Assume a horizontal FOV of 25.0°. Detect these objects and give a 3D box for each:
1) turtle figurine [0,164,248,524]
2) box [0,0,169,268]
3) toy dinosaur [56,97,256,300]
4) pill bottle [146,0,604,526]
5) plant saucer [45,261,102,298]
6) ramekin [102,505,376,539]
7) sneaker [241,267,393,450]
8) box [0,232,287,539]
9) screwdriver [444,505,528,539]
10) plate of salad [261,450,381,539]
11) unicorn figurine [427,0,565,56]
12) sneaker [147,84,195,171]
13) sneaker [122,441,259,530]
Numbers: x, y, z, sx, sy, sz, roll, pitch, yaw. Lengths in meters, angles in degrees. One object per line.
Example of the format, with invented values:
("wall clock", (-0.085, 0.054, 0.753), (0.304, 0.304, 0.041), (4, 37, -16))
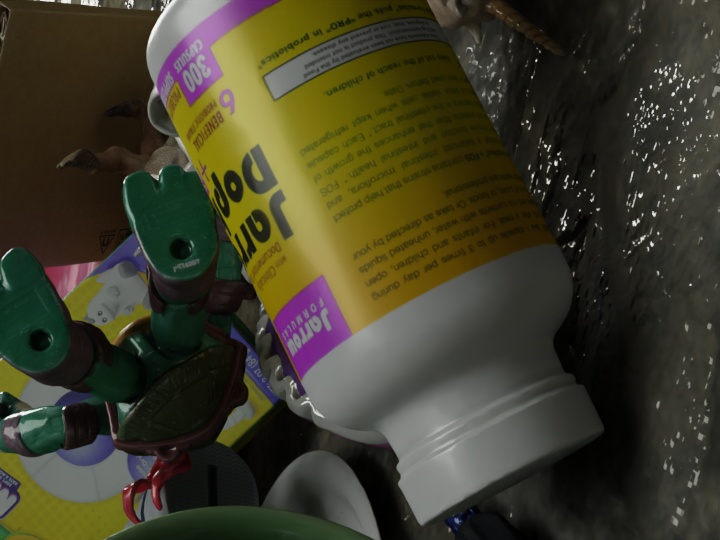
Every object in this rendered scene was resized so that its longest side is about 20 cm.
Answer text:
("turtle figurine", (-0.092, 0.031, 0.685), (0.150, 0.100, 0.200), (-50, -12, -14))
("box", (-0.163, -0.080, 0.982), (0.021, 0.199, 0.165), (27, 109, 29))
("toy dinosaur", (-0.089, -0.040, 0.926), (0.085, 0.136, 0.200), (-30, 15, 11))
("pill bottle", (0.008, -0.016, 0.579), (0.201, 0.104, 0.104), (63, 146, 12))
("plant saucer", (-0.197, 0.003, 1.184), (0.200, 0.050, 0.203), (-171, 90, -68))
("ramekin", (-0.041, 0.194, 0.576), (0.098, 0.198, 0.201), (111, 155, -43))
("sneaker", (0.000, 0.000, 0.701), (0.089, 0.080, 0.201), (-62, 28, 21))
("box", (-0.141, 0.086, 0.826), (0.200, 0.117, 0.048), (-44, -7, 3))
("screwdriver", (0.030, 0.085, 0.648), (0.200, 0.028, 0.029), (-133, 27, -58))
("plate of salad", (-0.037, 0.183, 0.749), (0.200, 0.048, 0.202), (-172, 90, -67))
("unicorn figurine", (0.021, -0.189, 0.672), (0.138, 0.199, 0.074), (-59, 11, -20))
("sneaker", (-0.061, -0.112, 0.849), (0.075, 0.099, 0.201), (123, 149, -46))
("sneaker", (-0.076, 0.170, 0.718), (0.201, 0.072, 0.071), (-89, 23, -49))
